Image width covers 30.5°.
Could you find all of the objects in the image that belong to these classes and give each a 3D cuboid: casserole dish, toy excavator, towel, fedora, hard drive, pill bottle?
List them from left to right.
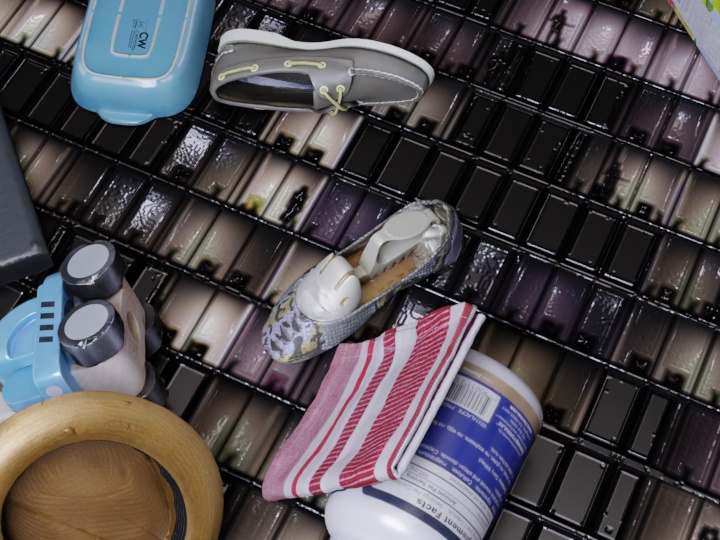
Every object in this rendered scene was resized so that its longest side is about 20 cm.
[{"bbox_3d":[-0.361,-0.067,1.143,0.139,0.033,0.200,-19,62,-10],"label":"hard drive"},{"bbox_3d":[-0.258,0.095,1.011,0.199,0.100,0.195,-18,44,8],"label":"toy excavator"},{"bbox_3d":[-0.200,0.166,0.955,0.200,0.201,0.082,-28,27,-15],"label":"fedora"},{"bbox_3d":[-0.203,-0.226,1.230,0.121,0.039,0.201,5,62,4],"label":"casserole dish"},{"bbox_3d":[0.004,0.099,0.964,0.023,0.200,0.144,38,63,-16],"label":"towel"},{"bbox_3d":[0.044,0.162,0.963,0.115,0.116,0.200,25,64,14],"label":"pill bottle"}]

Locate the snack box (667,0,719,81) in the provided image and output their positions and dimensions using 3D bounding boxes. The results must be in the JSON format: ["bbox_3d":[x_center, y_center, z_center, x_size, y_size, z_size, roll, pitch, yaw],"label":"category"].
[{"bbox_3d":[0.403,-0.219,1.205,0.168,0.068,0.200,-18,61,-10],"label":"snack box"}]

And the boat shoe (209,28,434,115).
[{"bbox_3d":[-0.036,-0.168,1.179,0.201,0.072,0.060,8,62,12],"label":"boat shoe"}]

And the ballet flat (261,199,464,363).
[{"bbox_3d":[0.000,0.000,1.083,0.200,0.072,0.072,-34,65,-17],"label":"ballet flat"}]
